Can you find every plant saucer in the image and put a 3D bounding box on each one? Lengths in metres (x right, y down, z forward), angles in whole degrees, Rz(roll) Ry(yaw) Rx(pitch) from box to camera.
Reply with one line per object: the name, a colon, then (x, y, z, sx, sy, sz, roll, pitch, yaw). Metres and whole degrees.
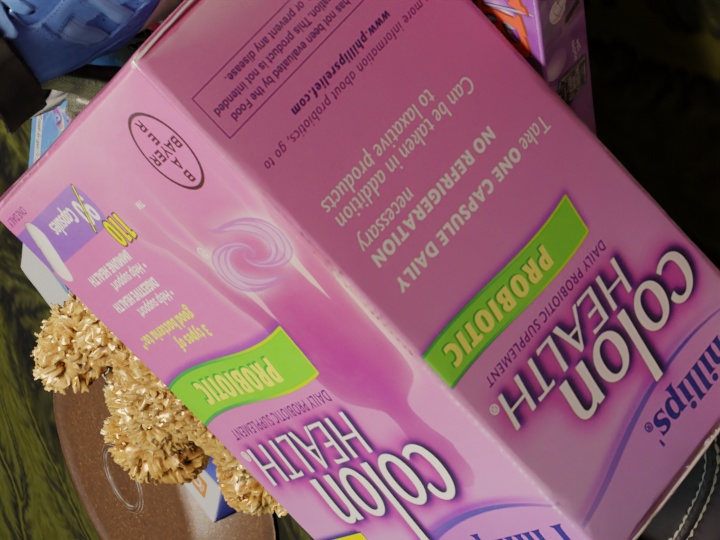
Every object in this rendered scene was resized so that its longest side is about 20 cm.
plant saucer: (-0.114, 0.105, 1.160, 0.200, 0.036, 0.202, 39, 141, 41)

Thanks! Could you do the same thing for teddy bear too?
teddy bear: (-0.066, 0.041, 0.867, 0.144, 0.067, 0.200, 30, 147, 1)

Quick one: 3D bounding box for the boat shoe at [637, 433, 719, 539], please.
boat shoe: (0.087, 0.099, 0.788, 0.072, 0.064, 0.200, 57, 149, 20)

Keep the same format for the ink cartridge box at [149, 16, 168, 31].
ink cartridge box: (-0.075, -0.202, 0.821, 0.145, 0.083, 0.202, 33, 137, 46)

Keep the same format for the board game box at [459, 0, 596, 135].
board game box: (0.017, -0.087, 0.678, 0.119, 0.032, 0.201, 25, 151, 26)

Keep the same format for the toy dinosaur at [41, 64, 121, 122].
toy dinosaur: (-0.072, -0.069, 0.836, 0.088, 0.198, 0.048, -145, 56, -69)

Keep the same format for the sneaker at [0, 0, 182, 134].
sneaker: (-0.105, -0.103, 0.697, 0.077, 0.111, 0.200, 56, 163, -1)

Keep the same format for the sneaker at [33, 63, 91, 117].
sneaker: (-0.159, -0.122, 0.818, 0.076, 0.113, 0.201, 51, 149, 25)

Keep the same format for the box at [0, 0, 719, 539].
box: (0.000, 0.000, 0.695, 0.200, 0.097, 0.176, 46, 155, -8)

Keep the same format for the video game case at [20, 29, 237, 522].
video game case: (-0.088, -0.014, 0.983, 0.181, 0.045, 0.201, 48, 146, 28)
